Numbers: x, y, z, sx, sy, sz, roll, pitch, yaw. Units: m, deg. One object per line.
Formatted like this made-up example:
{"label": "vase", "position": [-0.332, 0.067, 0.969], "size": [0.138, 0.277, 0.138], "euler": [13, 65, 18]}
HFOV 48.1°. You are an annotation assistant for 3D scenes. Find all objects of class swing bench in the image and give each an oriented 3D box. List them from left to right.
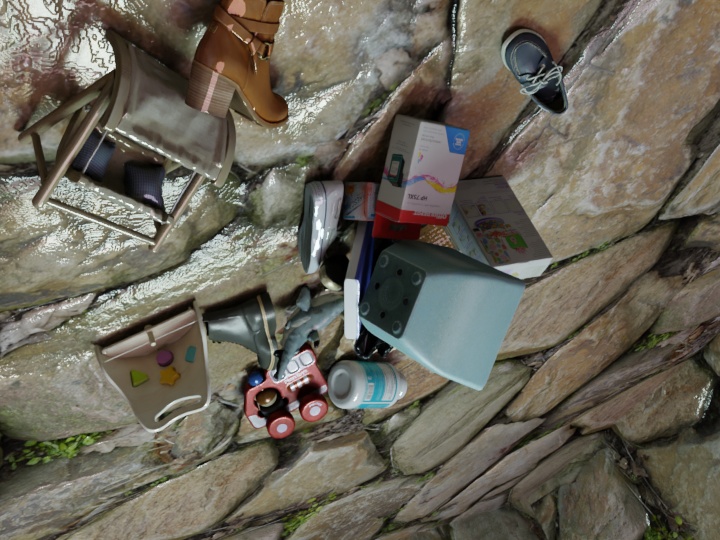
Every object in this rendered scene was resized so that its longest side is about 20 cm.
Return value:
{"label": "swing bench", "position": [-0.283, -0.155, 1.018], "size": [0.199, 0.131, 0.198], "euler": [-39, 147, 19]}

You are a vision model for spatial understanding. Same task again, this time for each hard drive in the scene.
{"label": "hard drive", "position": [0.000, 0.000, 1.397], "size": [0.025, 0.202, 0.134], "euler": [6, 131, 6]}

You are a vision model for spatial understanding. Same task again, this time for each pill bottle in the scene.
{"label": "pill bottle", "position": [0.023, 0.273, 1.927], "size": [0.198, 0.112, 0.111], "euler": [10, 134, -46]}

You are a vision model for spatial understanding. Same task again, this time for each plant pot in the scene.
{"label": "plant pot", "position": [0.113, 0.059, 1.329], "size": [0.198, 0.195, 0.199], "euler": [17, 98, -44]}

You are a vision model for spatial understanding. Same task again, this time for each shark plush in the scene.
{"label": "shark plush", "position": [-0.108, 0.117, 1.547], "size": [0.201, 0.082, 0.092], "euler": [-51, 155, -31]}

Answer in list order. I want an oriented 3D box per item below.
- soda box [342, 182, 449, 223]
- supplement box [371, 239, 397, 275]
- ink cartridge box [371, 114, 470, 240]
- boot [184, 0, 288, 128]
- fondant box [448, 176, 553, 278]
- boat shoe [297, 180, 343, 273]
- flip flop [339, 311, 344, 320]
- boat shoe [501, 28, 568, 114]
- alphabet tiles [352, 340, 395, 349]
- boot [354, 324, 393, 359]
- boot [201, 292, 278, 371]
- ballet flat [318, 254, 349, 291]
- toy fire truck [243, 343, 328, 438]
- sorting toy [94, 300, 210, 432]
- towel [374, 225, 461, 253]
{"label": "soda box", "position": [0.065, -0.115, 1.389], "size": [0.198, 0.065, 0.068], "euler": [0, -176, -39]}
{"label": "supplement box", "position": [0.105, 0.044, 1.526], "size": [0.199, 0.109, 0.110], "euler": [34, 101, -17]}
{"label": "ink cartridge box", "position": [0.096, -0.141, 1.307], "size": [0.115, 0.067, 0.204], "euler": [1, 107, -39]}
{"label": "boot", "position": [-0.134, -0.270, 1.023], "size": [0.199, 0.076, 0.157], "euler": [0, 117, -57]}
{"label": "fondant box", "position": [0.242, -0.076, 1.480], "size": [0.142, 0.202, 0.059], "euler": [-8, 146, -28]}
{"label": "boat shoe", "position": [-0.062, -0.070, 1.374], "size": [0.066, 0.074, 0.201], "euler": [-12, 146, -19]}
{"label": "flip flop", "position": [0.041, 0.038, 1.634], "size": [0.197, 0.082, 0.058], "euler": [-25, 136, 7]}
{"label": "boat shoe", "position": [0.284, -0.312, 1.293], "size": [0.074, 0.062, 0.200], "euler": [-32, 149, 14]}
{"label": "alphabet tiles", "position": [0.081, 0.126, 1.845], "size": [0.193, 0.015, 0.201], "euler": [0, 140, -34]}
{"label": "boot", "position": [0.075, 0.109, 1.671], "size": [0.198, 0.077, 0.168], "euler": [-29, -173, 2]}
{"label": "boot", "position": [-0.233, 0.130, 1.558], "size": [0.136, 0.078, 0.202], "euler": [-14, 134, -14]}
{"label": "ballet flat", "position": [-0.047, 0.011, 1.444], "size": [0.056, 0.067, 0.200], "euler": [-34, -178, 8]}
{"label": "toy fire truck", "position": [-0.171, 0.261, 1.782], "size": [0.198, 0.113, 0.169], "euler": [-26, 126, -2]}
{"label": "sorting toy", "position": [-0.345, 0.186, 1.434], "size": [0.197, 0.182, 0.107], "euler": [-24, 150, -4]}
{"label": "towel", "position": [0.139, -0.022, 1.579], "size": [0.198, 0.022, 0.148], "euler": [-31, 110, 3]}
